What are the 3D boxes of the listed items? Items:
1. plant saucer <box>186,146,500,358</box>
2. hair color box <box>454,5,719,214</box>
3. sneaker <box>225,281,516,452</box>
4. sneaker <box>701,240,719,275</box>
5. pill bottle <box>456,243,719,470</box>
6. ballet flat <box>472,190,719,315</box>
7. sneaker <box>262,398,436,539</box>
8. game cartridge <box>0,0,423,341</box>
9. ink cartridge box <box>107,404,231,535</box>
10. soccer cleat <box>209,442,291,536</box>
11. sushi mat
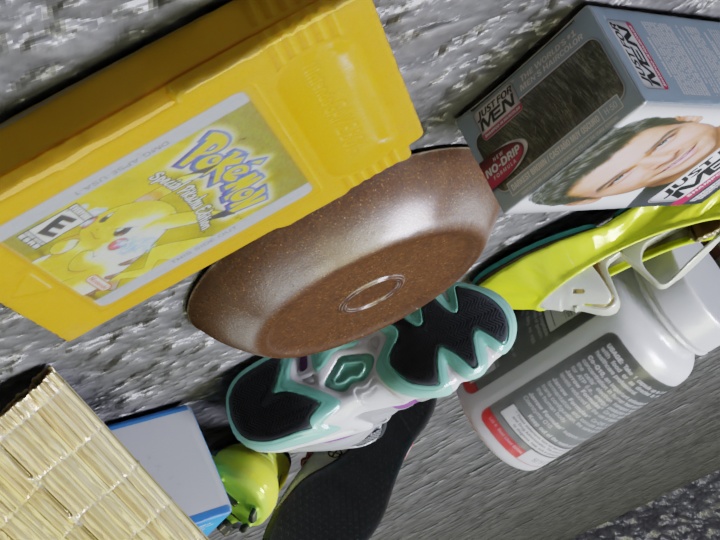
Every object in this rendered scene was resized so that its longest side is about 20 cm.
[{"bbox_3d":[0.000,0.000,0.849,0.200,0.037,0.201,-25,162,-9],"label":"plant saucer"},{"bbox_3d":[0.154,-0.082,0.794,0.199,0.061,0.099,-5,152,-48],"label":"hair color box"},{"bbox_3d":[0.015,0.070,1.015,0.199,0.078,0.140,-19,164,7],"label":"sneaker"},{"bbox_3d":[0.302,-0.025,1.157,0.106,0.075,0.200,-14,168,-46],"label":"sneaker"},{"bbox_3d":[0.177,0.057,1.120,0.200,0.114,0.114,-35,160,26],"label":"pill bottle"},{"bbox_3d":[0.175,-0.009,1.013,0.199,0.067,0.067,-27,163,2],"label":"ballet flat"},{"bbox_3d":[-0.020,0.162,1.109,0.202,0.067,0.108,-54,-175,-34],"label":"sneaker"},{"bbox_3d":[-0.073,-0.043,0.635,0.199,0.033,0.176,-27,162,3],"label":"game cartridge"},{"bbox_3d":[-0.195,0.182,1.002,0.145,0.085,0.200,-14,157,-35],"label":"ink cartridge box"},{"bbox_3d":[-0.082,0.142,1.069,0.084,0.065,0.200,-48,178,-15],"label":"soccer cleat"},{"bbox_3d":[-0.164,0.144,0.867,0.096,0.012,0.200,-42,134,-11],"label":"sushi mat"}]
